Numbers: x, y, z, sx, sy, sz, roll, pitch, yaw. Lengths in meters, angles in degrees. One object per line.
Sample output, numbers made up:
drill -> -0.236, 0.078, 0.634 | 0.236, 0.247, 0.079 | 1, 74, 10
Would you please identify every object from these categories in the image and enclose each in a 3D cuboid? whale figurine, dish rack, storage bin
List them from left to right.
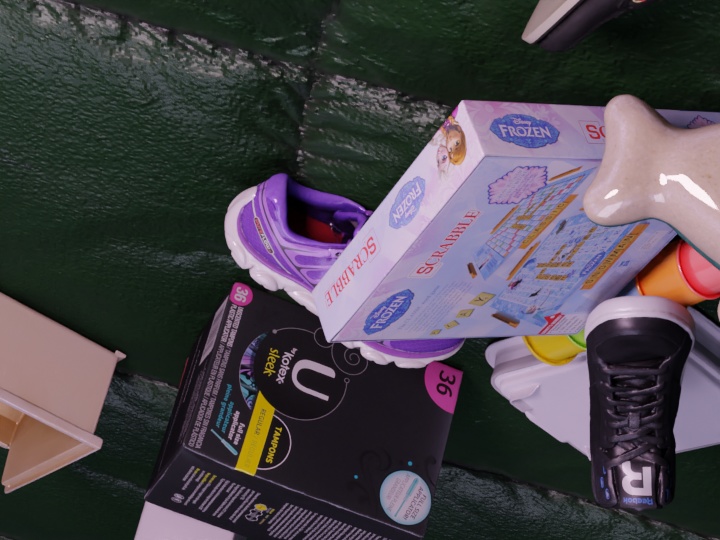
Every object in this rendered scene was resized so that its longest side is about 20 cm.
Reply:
storage bin -> -0.338, 0.092, 1.639 | 0.200, 0.094, 0.198 | 30, 147, -24
dish rack -> 0.206, 0.095, 1.449 | 0.171, 0.044, 0.200 | 35, 145, -31
whale figurine -> 0.226, -0.037, 1.087 | 0.199, 0.160, 0.104 | 13, 170, 3

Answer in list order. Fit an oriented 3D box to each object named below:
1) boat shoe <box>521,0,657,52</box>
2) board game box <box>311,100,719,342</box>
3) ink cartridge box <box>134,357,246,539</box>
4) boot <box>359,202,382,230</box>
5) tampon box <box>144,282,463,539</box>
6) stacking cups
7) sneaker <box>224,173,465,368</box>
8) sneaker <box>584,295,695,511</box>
boat shoe -> 0.155, -0.166, 1.005 | 0.063, 0.074, 0.201 | 33, 142, -14
board game box -> 0.100, -0.026, 1.175 | 0.199, 0.041, 0.200 | 0, 147, -33
ink cartridge box -> -0.133, 0.197, 1.614 | 0.082, 0.201, 0.147 | 14, 150, 2
boot -> 0.091, -0.046, 1.267 | 0.097, 0.075, 0.200 | 7, 150, -42
tampon box -> -0.043, 0.129, 1.511 | 0.199, 0.150, 0.126 | 21, 150, -11
stacking cups -> 0.193, 0.013, 1.296 | 0.060, 0.061, 0.200 | 31, 147, -26
sneaker -> 0.000, 0.000, 1.352 | 0.200, 0.081, 0.083 | 29, 141, -21
sneaker -> 0.188, 0.099, 1.285 | 0.073, 0.112, 0.200 | -2, 157, 6
